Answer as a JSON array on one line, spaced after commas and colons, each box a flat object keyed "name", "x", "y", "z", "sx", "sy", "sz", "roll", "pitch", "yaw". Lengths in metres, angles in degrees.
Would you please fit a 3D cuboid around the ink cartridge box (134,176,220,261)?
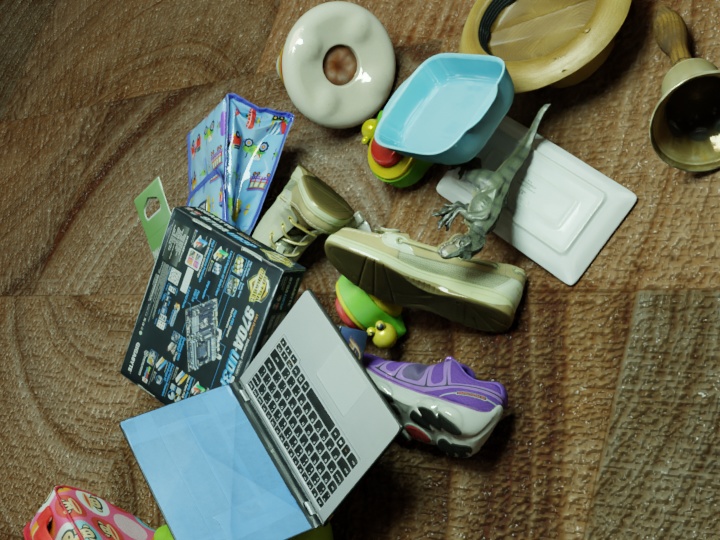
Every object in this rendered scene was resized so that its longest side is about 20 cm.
[{"name": "ink cartridge box", "x": -0.188, "y": -0.005, "z": 1.332, "sx": 0.104, "sy": 0.059, "sz": 0.203, "roll": -24, "pitch": 85, "yaw": 63}]

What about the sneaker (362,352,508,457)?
[{"name": "sneaker", "x": 0.065, "y": 0.119, "z": 1.130, "sx": 0.083, "sy": 0.081, "sz": 0.199, "roll": -41, "pitch": 34, "yaw": -26}]

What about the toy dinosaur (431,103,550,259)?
[{"name": "toy dinosaur", "x": 0.117, "y": -0.080, "z": 1.147, "sx": 0.087, "sy": 0.048, "sz": 0.202, "roll": 1, "pitch": 53, "yaw": 48}]

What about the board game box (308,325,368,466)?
[{"name": "board game box", "x": -0.067, "y": 0.118, "z": 1.199, "sx": 0.199, "sy": 0.034, "sz": 0.138, "roll": 4, "pitch": 82, "yaw": 60}]

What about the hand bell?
[{"name": "hand bell", "x": 0.305, "y": -0.196, "z": 1.109, "sx": 0.103, "sy": 0.104, "sz": 0.202, "roll": -31, "pitch": 35, "yaw": 23}]

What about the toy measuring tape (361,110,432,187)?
[{"name": "toy measuring tape", "x": 0.068, "y": -0.111, "z": 1.276, "sx": 0.199, "sy": 0.073, "sz": 0.074, "roll": 34, "pitch": 88, "yaw": 35}]

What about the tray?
[{"name": "tray", "x": 0.167, "y": -0.080, "z": 1.161, "sx": 0.199, "sy": 0.022, "sz": 0.108, "roll": 39, "pitch": 93, "yaw": 37}]

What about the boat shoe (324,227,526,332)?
[{"name": "boat shoe", "x": 0.063, "y": -0.003, "z": 1.148, "sx": 0.198, "sy": 0.074, "sz": 0.064, "roll": 18, "pitch": 61, "yaw": 12}]

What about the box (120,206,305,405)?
[{"name": "box", "x": -0.159, "y": 0.055, "z": 1.230, "sx": 0.158, "sy": 0.046, "sz": 0.203, "roll": 28, "pitch": 105, "yaw": 28}]

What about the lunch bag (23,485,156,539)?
[{"name": "lunch bag", "x": -0.264, "y": 0.311, "z": 1.207, "sx": 0.082, "sy": 0.176, "sz": 0.200, "roll": -50, "pitch": 41, "yaw": 2}]

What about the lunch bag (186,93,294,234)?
[{"name": "lunch bag", "x": -0.162, "y": -0.088, "z": 1.429, "sx": 0.150, "sy": 0.093, "sz": 0.203, "roll": -26, "pitch": 54, "yaw": 60}]

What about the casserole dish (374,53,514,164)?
[{"name": "casserole dish", "x": 0.088, "y": -0.160, "z": 1.188, "sx": 0.122, "sy": 0.039, "sz": 0.199, "roll": -55, "pitch": 28, "yaw": -6}]

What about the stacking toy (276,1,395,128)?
[{"name": "stacking toy", "x": -0.054, "y": -0.256, "z": 1.458, "sx": 0.147, "sy": 0.145, "sz": 0.200, "roll": -57, "pitch": 23, "yaw": -4}]

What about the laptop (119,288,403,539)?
[{"name": "laptop", "x": -0.096, "y": 0.143, "z": 1.077, "sx": 0.201, "sy": 0.115, "sz": 0.188, "roll": -52, "pitch": 52, "yaw": 19}]

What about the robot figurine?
[{"name": "robot figurine", "x": -0.111, "y": 0.272, "z": 1.139, "sx": 0.198, "sy": 0.115, "sz": 0.178, "roll": -20, "pitch": 58, "yaw": 32}]

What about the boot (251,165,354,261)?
[{"name": "boot", "x": -0.083, "y": -0.031, "z": 1.314, "sx": 0.156, "sy": 0.072, "sz": 0.200, "roll": -54, "pitch": 15, "yaw": 5}]

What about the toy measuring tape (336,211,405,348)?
[{"name": "toy measuring tape", "x": 0.000, "y": 0.000, "z": 1.242, "sx": 0.073, "sy": 0.073, "sz": 0.202, "roll": -35, "pitch": 45, "yaw": 19}]

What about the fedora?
[{"name": "fedora", "x": 0.201, "y": -0.250, "z": 1.227, "sx": 0.198, "sy": 0.082, "sz": 0.203, "roll": -20, "pitch": 52, "yaw": 28}]
